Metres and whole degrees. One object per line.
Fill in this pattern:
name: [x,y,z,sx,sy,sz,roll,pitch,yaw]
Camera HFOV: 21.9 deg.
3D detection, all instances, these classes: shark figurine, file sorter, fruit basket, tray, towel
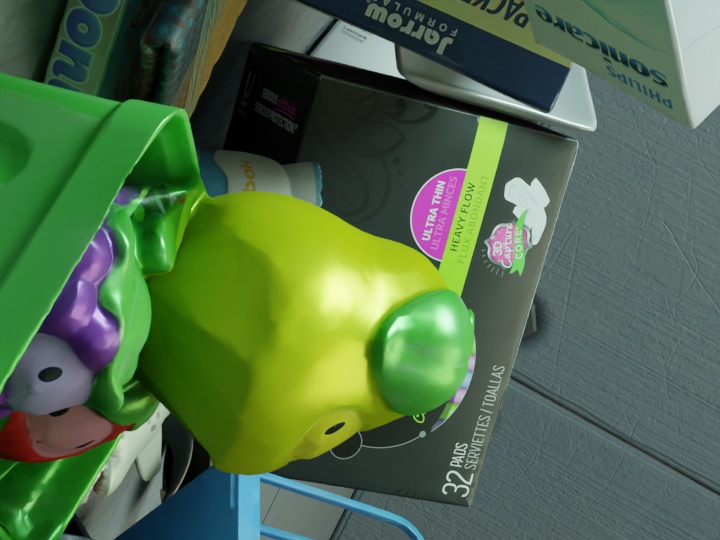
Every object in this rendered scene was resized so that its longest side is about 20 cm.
shark figurine: [-0.108,0.040,0.860,0.128,0.089,0.214,-59,175,2]
file sorter: [-0.067,0.203,0.918,0.200,0.123,0.139,-39,-139,41]
fruit basket: [-0.073,0.028,0.634,0.156,0.216,0.216,-59,173,-15]
tray: [0.059,-0.143,0.968,0.200,0.107,0.022,-94,-156,-46]
towel: [-0.047,-0.136,0.728,0.147,0.022,0.200,116,-3,-66]

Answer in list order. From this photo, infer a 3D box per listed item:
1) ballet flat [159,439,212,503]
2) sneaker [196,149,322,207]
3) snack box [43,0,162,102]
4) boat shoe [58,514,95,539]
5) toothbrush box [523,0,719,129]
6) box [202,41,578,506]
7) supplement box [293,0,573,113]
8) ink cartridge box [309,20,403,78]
ballet flat: [-0.115,0.121,1.307,0.046,0.067,0.200,-22,147,-39]
sneaker: [-0.089,-0.014,0.885,0.200,0.081,0.077,147,-52,-61]
snack box: [-0.095,-0.088,0.723,0.072,0.024,0.200,-53,169,-55]
boat shoe: [-0.150,0.158,0.889,0.062,0.075,0.200,-69,-156,10]
toothbrush box: [0.118,-0.171,0.630,0.146,0.085,0.200,-43,142,-14]
box: [0.000,0.000,0.965,0.124,0.148,0.200,-142,-115,-65]
supplement box: [0.063,-0.200,0.810,0.200,0.134,0.200,-71,-175,-73]
ink cartridge box: [-0.022,-0.053,1.143,0.200,0.084,0.145,-55,171,-39]
